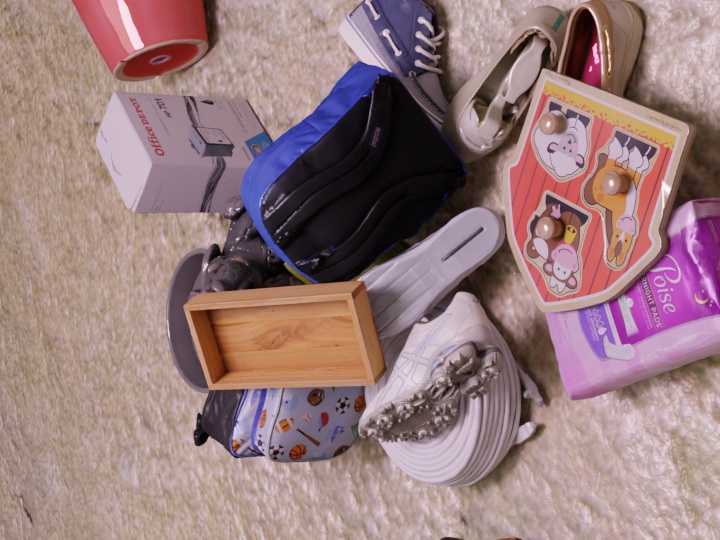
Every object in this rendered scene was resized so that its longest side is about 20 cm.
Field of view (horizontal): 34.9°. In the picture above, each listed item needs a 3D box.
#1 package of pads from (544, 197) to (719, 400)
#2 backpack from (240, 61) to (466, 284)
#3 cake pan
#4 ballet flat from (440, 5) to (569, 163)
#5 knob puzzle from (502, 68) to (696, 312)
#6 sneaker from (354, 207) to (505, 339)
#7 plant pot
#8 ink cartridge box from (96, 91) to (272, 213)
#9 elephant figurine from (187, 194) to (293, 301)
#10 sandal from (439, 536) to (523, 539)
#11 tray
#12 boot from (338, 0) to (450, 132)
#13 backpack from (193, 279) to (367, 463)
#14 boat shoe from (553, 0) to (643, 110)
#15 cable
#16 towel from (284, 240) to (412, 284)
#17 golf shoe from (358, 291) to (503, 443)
[{"bbox_3d":[0.249,0.029,0.991,0.200,0.075,0.121,-31,70,48],"label":"package of pads"},{"bbox_3d":[-0.019,-0.089,1.176,0.200,0.163,0.168,-45,23,-4],"label":"backpack"},{"bbox_3d":[-0.210,0.070,1.603,0.200,0.037,0.202,3,93,51],"label":"cake pan"},{"bbox_3d":[0.137,-0.170,1.124,0.200,0.069,0.070,-57,50,36],"label":"ballet flat"},{"bbox_3d":[0.183,-0.056,0.990,0.219,0.030,0.222,1,91,53],"label":"knob puzzle"},{"bbox_3d":[0.065,0.008,1.171,0.199,0.071,0.073,-32,82,9],"label":"sneaker"},{"bbox_3d":[-0.307,-0.375,1.606,0.200,0.200,0.179,-24,83,49],"label":"plant pot"},{"bbox_3d":[-0.219,-0.151,1.477,0.147,0.199,0.086,58,132,32],"label":"ink cartridge box"},{"bbox_3d":[-0.149,0.009,1.392,0.141,0.156,0.201,1,49,37],"label":"elephant figurine"},{"bbox_3d":[0.159,0.292,1.114,0.199,0.081,0.055,12,84,52],"label":"sandal"},{"bbox_3d":[-0.078,0.068,1.165,0.199,0.037,0.099,-4,111,28],"label":"tray"},{"bbox_3d":[0.060,-0.232,1.231,0.090,0.073,0.200,-46,66,19],"label":"boot"},{"bbox_3d":[-0.068,0.128,1.305,0.154,0.190,0.201,31,109,41],"label":"backpack"},{"bbox_3d":[0.201,-0.149,1.050,0.074,0.069,0.202,20,107,49],"label":"boat shoe"},{"bbox_3d":[0.083,0.130,1.208,0.200,0.069,0.201,-55,51,37],"label":"cable"},{"bbox_3d":[0.000,0.000,1.300,0.199,0.086,0.018,-12,50,50],"label":"towel"},{"bbox_3d":[0.067,0.100,1.133,0.200,0.078,0.098,-43,39,39],"label":"golf shoe"}]
